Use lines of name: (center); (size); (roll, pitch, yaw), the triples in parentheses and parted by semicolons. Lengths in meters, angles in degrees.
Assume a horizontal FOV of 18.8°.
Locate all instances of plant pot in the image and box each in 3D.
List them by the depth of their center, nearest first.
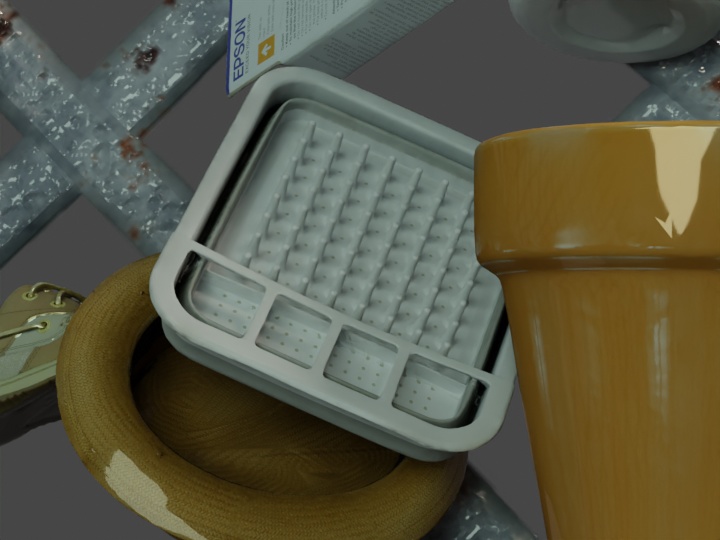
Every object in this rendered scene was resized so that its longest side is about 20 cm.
plant pot: (0.148, 0.038, 0.951); (0.199, 0.200, 0.184); (0, 87, 19)

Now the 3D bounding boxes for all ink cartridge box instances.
ink cartridge box: (0.008, -0.205, 1.137); (0.200, 0.043, 0.197); (-30, 48, 43)

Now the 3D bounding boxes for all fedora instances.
fedora: (-0.050, 0.078, 1.030); (0.200, 0.082, 0.201); (11, 48, -12)

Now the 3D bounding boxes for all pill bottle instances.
pill bottle: (0.136, -0.215, 1.093); (0.110, 0.111, 0.201); (0, 69, 19)

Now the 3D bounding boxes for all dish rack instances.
dish rack: (0.000, 0.000, 1.031); (0.171, 0.044, 0.200); (23, 46, 0)

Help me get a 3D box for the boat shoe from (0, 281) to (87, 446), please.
boat shoe: (-0.165, 0.041, 1.112); (0.199, 0.074, 0.067); (-20, 69, 10)
